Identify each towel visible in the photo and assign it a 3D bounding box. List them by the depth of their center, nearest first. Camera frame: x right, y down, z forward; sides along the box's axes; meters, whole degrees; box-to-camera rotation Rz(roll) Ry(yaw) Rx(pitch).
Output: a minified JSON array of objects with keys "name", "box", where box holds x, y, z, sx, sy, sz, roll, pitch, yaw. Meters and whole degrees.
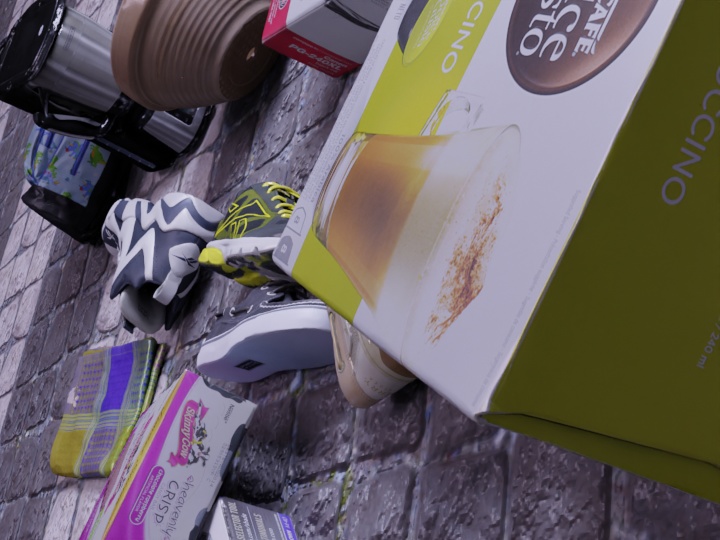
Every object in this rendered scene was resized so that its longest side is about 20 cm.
[{"name":"towel","box":[-0.260,0.140,1.227,0.200,0.023,0.144,-11,60,58]}]

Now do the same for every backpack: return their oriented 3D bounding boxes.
[{"name":"backpack","box":[-0.329,-0.150,1.447,0.200,0.154,0.163,-57,2,-7]}]

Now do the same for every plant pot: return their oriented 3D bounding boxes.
[{"name":"plant pot","box":[-0.136,-0.228,1.164,0.093,0.201,0.201,34,104,17]}]

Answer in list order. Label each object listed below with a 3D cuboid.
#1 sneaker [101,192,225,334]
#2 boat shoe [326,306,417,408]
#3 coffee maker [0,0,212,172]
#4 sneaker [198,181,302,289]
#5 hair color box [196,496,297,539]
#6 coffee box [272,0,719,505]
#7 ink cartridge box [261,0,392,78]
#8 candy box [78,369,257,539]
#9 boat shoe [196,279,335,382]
[{"name":"sneaker","box":[-0.216,0.002,1.188,0.199,0.079,0.130,-2,59,49]},{"name":"boat shoe","box":[0.000,0.000,0.828,0.065,0.072,0.200,-42,42,34]},{"name":"coffee maker","box":[-0.281,-0.204,1.322,0.135,0.200,0.192,-61,32,4]},{"name":"sneaker","box":[-0.072,-0.035,0.972,0.200,0.074,0.085,-1,68,60]},{"name":"hair color box","box":[-0.109,0.268,0.829,0.200,0.065,0.109,-59,29,19]},{"name":"coffee box","box":[0.119,-0.034,0.506,0.200,0.200,0.198,-65,28,5]},{"name":"ink cartridge box","box":[0.016,-0.256,0.970,0.200,0.083,0.145,-13,58,56]},{"name":"candy box","box":[-0.153,0.162,0.909,0.136,0.061,0.200,-66,11,-22]},{"name":"boat shoe","box":[-0.065,0.039,0.923,0.200,0.070,0.066,-28,48,60]}]
